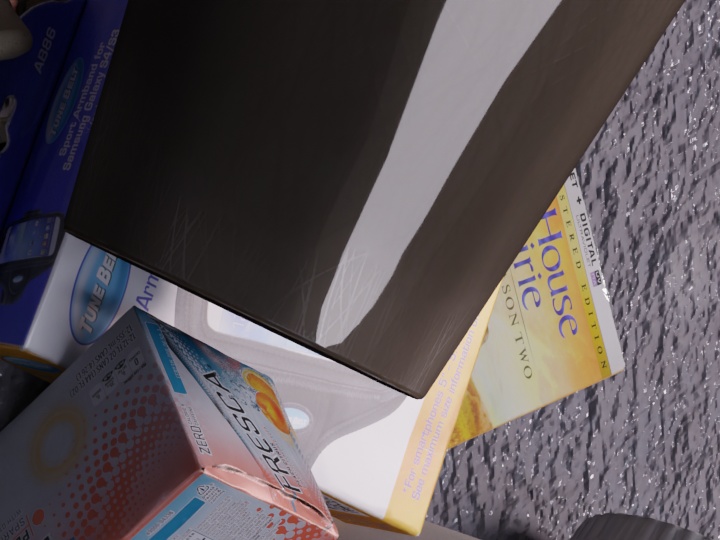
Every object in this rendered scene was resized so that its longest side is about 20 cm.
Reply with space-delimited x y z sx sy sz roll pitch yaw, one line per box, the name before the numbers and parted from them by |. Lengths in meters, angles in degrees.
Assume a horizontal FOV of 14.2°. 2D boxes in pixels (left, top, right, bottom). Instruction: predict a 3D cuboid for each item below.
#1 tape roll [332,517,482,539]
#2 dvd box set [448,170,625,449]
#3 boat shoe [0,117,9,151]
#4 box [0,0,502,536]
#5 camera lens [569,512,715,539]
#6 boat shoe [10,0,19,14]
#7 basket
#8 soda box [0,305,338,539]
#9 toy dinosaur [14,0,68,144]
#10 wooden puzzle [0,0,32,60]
tape roll | -0.013 0.189 1.081 0.202 0.139 0.204 -20 117 -46
dvd box set | 0.018 -0.003 1.114 0.199 0.029 0.147 -19 96 -47
boat shoe | -0.145 -0.005 0.879 0.202 0.072 0.061 -26 93 -64
box | -0.039 -0.005 0.895 0.200 0.041 0.120 29 75 -43
camera lens | 0.112 0.226 1.231 0.201 0.159 0.160 -60 139 -20
boat shoe | -0.172 -0.080 0.859 0.200 0.072 0.072 -17 113 -55
basket | 0.008 -0.078 0.806 0.180 0.136 0.201 27 87 -22
soda box | -0.103 0.105 0.847 0.200 0.069 0.063 -42 137 17
toy dinosaur | -0.070 -0.073 0.962 0.200 0.102 0.077 -35 165 -46
wooden puzzle | -0.181 -0.145 0.776 0.184 0.037 0.201 -11 78 -49
